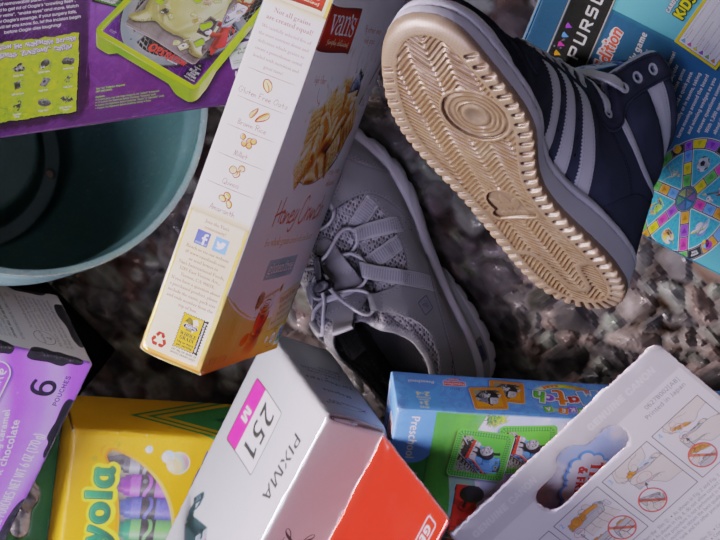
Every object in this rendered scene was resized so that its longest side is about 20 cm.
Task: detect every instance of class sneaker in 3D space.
[{"bbox_3d":[0.000,0.000,1.306,0.075,0.082,0.200,-30,104,35],"label":"sneaker"},{"bbox_3d":[0.082,-0.082,1.121,0.070,0.109,0.200,3,146,36],"label":"sneaker"}]

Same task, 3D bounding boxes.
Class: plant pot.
[{"bbox_3d":[-0.196,-0.080,1.299,0.200,0.200,0.134,46,155,-7],"label":"plant pot"}]

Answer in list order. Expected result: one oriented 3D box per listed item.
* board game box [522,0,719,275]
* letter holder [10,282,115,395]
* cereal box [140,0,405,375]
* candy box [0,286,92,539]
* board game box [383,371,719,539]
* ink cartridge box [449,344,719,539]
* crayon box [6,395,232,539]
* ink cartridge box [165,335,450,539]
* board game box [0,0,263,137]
[{"bbox_3d":[0.174,-0.082,1.197,0.199,0.047,0.152,28,127,7],"label":"board game box"},{"bbox_3d":[-0.273,0.036,1.447,0.200,0.101,0.142,46,129,-7],"label":"letter holder"},{"bbox_3d":[-0.040,-0.053,1.208,0.039,0.144,0.201,23,99,11],"label":"cereal box"},{"bbox_3d":[-0.268,0.080,1.284,0.199,0.072,0.168,14,115,-35],"label":"candy box"},{"bbox_3d":[0.105,0.129,1.315,0.198,0.037,0.152,3,124,-8],"label":"board game box"},{"bbox_3d":[0.171,0.138,1.288,0.200,0.050,0.161,39,112,-13],"label":"ink cartridge box"},{"bbox_3d":[-0.106,0.140,1.384,0.198,0.052,0.127,4,109,-14],"label":"crayon box"},{"bbox_3d":[-0.045,0.161,1.279,0.043,0.174,0.201,18,108,-29],"label":"ink cartridge box"},{"bbox_3d":[-0.109,-0.134,1.220,0.032,0.199,0.121,51,142,45],"label":"board game box"}]
